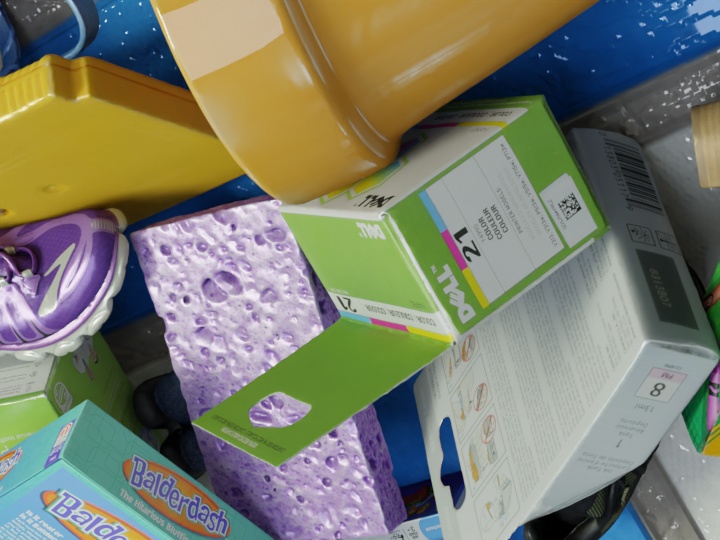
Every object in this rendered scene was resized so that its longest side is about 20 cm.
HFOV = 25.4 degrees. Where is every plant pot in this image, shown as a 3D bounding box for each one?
[{"bbox_3d":[0.014,-0.157,0.741,0.181,0.201,0.202,-21,109,15],"label":"plant pot"}]

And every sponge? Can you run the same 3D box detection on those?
[{"bbox_3d":[-0.052,0.060,0.902,0.110,0.030,0.202,-10,103,31],"label":"sponge"}]

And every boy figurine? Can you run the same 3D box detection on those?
[{"bbox_3d":[-0.048,0.058,0.954,0.199,0.064,0.125,-28,90,31],"label":"boy figurine"}]

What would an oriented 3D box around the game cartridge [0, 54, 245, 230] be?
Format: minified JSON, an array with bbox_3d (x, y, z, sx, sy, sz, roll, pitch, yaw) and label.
[{"bbox_3d":[-0.172,-0.059,0.889,0.198,0.176,0.033,-21,71,30],"label":"game cartridge"}]

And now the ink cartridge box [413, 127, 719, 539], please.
[{"bbox_3d":[0.098,0.051,0.827,0.056,0.164,0.201,10,129,-18],"label":"ink cartridge box"}]

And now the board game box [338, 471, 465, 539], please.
[{"bbox_3d":[0.011,0.217,1.030,0.198,0.045,0.135,-20,108,31],"label":"board game box"}]

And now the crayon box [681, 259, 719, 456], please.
[{"bbox_3d":[0.259,0.031,0.750,0.197,0.059,0.120,4,130,-12],"label":"crayon box"}]

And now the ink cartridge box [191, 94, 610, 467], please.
[{"bbox_3d":[0.000,0.000,0.782,0.076,0.199,0.148,59,163,-15],"label":"ink cartridge box"}]

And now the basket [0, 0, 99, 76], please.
[{"bbox_3d":[-0.254,-0.154,0.877,0.199,0.139,0.177,-31,102,32],"label":"basket"}]

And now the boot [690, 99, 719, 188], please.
[{"bbox_3d":[0.248,-0.008,0.787,0.142,0.071,0.203,-7,121,18],"label":"boot"}]

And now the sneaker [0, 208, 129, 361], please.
[{"bbox_3d":[-0.222,0.011,0.917,0.198,0.082,0.083,-19,150,20],"label":"sneaker"}]

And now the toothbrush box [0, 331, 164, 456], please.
[{"bbox_3d":[-0.205,0.132,1.015,0.144,0.087,0.201,-11,129,18],"label":"toothbrush box"}]

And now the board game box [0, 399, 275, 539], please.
[{"bbox_3d":[-0.164,0.168,0.937,0.152,0.045,0.199,41,133,-22],"label":"board game box"}]

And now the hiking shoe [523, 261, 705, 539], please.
[{"bbox_3d":[0.136,0.084,0.865,0.075,0.101,0.202,19,124,12],"label":"hiking shoe"}]
